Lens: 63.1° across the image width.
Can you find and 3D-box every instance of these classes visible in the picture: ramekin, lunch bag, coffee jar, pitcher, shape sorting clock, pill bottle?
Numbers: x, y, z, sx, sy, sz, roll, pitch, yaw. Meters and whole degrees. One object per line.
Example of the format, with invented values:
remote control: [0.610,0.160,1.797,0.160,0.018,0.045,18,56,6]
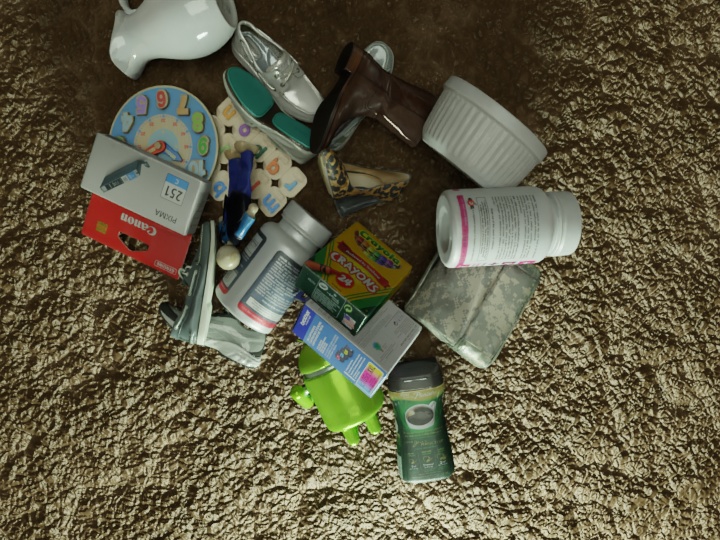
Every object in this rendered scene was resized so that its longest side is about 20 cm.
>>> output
ramekin: [0.190,-0.206,0.942,0.198,0.200,0.106,37,102,-5]
lunch bag: [0.182,0.034,0.986,0.166,0.139,0.203,32,90,-2]
coffee jar: [0.104,0.259,1.030,0.101,0.085,0.206,-7,96,2]
pitcher: [-0.306,-0.422,0.946,0.195,0.121,0.177,-13,80,16]
shape sorting clock: [-0.335,-0.210,0.991,0.194,0.039,0.206,0,95,5]
pill bottle: [0.219,-0.067,0.879,0.194,0.113,0.117,-3,95,-6]
pill bottle: [-0.140,-0.009,0.983,0.119,0.120,0.201,38,93,-4]

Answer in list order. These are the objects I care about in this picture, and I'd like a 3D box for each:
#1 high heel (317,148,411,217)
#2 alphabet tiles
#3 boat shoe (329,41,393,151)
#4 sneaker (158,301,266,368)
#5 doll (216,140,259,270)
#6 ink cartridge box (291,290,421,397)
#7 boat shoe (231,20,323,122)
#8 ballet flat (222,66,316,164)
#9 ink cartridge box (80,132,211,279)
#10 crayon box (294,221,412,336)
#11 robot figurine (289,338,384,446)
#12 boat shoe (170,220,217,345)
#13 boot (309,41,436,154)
high heel: [0.009,-0.163,0.945,0.139,0.200,0.073,-23,68,2]
alphabet tiles: [-0.188,-0.197,1.017,0.195,0.015,0.201,-43,95,2]
boat shoe: [-0.008,-0.295,0.989,0.074,0.065,0.204,35,92,-5]
sneaker: [-0.255,0.098,1.018,0.196,0.074,0.081,25,82,-9]
doll: [-0.205,-0.100,0.960,0.048,0.135,0.206,12,73,-35]
ink cartridge box: [-0.016,0.083,0.944,0.199,0.136,0.077,40,130,8]
boat shoe: [-0.136,-0.330,0.974,0.199,0.069,0.071,41,75,-5]
ballet flat: [-0.155,-0.249,0.976,0.199,0.069,0.070,40,93,-4]
ink cartridge box: [-0.366,-0.103,0.968,0.196,0.045,0.180,23,100,4]
crayon box: [0.000,0.000,0.943,0.126,0.200,0.051,38,129,8]
robot figurine: [-0.033,0.190,1.004,0.172,0.116,0.204,-27,95,0]
boat shoe: [-0.270,0.016,0.957,0.060,0.073,0.206,6,85,-8]
boot: [0.029,-0.240,0.961,0.197,0.064,0.190,23,92,-33]
